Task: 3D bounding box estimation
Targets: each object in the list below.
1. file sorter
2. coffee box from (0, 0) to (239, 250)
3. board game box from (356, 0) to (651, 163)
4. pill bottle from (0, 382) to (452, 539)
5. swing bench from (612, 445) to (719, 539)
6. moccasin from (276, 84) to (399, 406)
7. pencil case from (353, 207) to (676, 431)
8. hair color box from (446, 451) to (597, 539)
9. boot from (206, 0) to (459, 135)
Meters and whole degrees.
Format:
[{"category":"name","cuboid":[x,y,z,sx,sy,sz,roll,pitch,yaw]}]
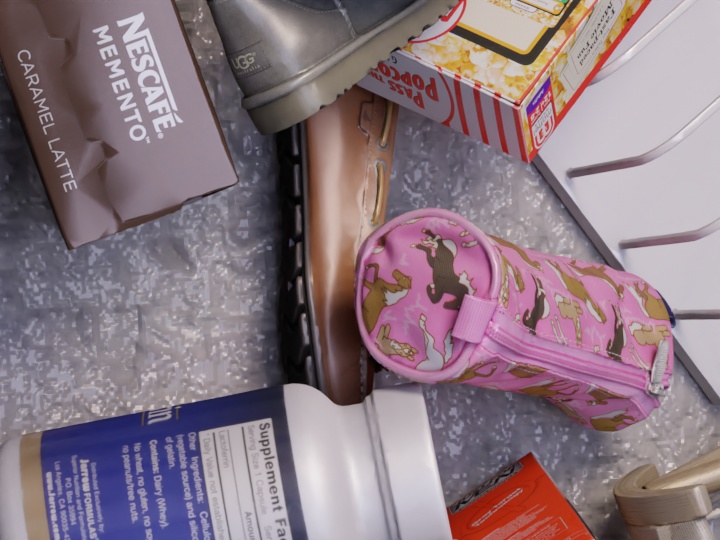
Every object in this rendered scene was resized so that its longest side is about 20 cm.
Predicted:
[{"category":"file sorter","cuboid":[0.193,-0.054,1.495,0.139,0.124,0.200,-41,101,-17]},{"category":"coffee box","cuboid":[-0.111,-0.078,1.335,0.079,0.200,0.115,-21,95,-3]},{"category":"board game box","cuboid":[0.069,-0.163,1.436,0.151,0.046,0.200,27,64,25]},{"category":"pill bottle","cuboid":[-0.060,0.115,1.365,0.199,0.116,0.116,-10,91,-1]},{"category":"swing bench","cuboid":[0.230,0.175,1.480,0.199,0.130,0.200,-19,93,-28]},{"category":"moccasin","cuboid":[0.000,0.000,1.452,0.077,0.074,0.202,0,77,-12]},{"category":"pencil case","cuboid":[0.076,0.025,1.417,0.200,0.086,0.083,18,62,-55]},{"category":"hair color box","cuboid":[0.097,0.158,1.402,0.061,0.200,0.102,-34,100,0]},{"category":"boot","cuboid":[-0.039,-0.181,1.302,0.201,0.072,0.182,60,38,-11]}]
